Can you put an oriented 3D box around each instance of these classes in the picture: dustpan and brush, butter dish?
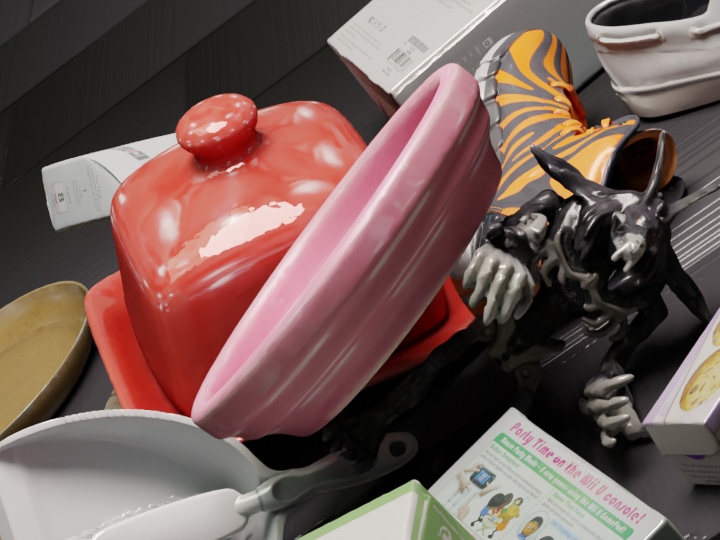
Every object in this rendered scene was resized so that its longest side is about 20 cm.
[{"bbox_3d":[-0.067,0.117,1.135,0.199,0.141,0.057,-18,-8,-21],"label":"dustpan and brush"},{"bbox_3d":[-0.056,-0.023,1.230,0.198,0.149,0.200,-22,32,-6],"label":"butter dish"}]

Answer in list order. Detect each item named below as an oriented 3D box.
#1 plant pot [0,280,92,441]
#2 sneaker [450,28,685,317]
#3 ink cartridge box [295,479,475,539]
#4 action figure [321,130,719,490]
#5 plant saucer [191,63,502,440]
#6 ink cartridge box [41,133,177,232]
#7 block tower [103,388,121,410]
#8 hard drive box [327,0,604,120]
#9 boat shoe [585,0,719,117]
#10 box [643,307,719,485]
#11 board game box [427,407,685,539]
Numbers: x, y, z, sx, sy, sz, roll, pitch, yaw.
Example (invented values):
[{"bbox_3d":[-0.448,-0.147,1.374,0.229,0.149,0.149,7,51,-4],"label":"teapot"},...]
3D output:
[{"bbox_3d":[-0.247,0.087,1.548,0.199,0.028,0.200,-34,24,17],"label":"plant pot"},{"bbox_3d":[0.114,-0.060,1.208,0.111,0.078,0.201,-21,40,30],"label":"sneaker"},{"bbox_3d":[-0.035,0.181,0.863,0.145,0.048,0.201,-29,27,28],"label":"ink cartridge box"},{"bbox_3d":[0.082,0.029,1.036,0.200,0.119,0.102,-47,12,9],"label":"action figure"},{"bbox_3d":[0.000,0.000,1.064,0.201,0.051,0.201,-53,6,7],"label":"plant saucer"},{"bbox_3d":[-0.084,-0.070,1.441,0.162,0.058,0.200,-15,0,-31],"label":"ink cartridge box"},{"bbox_3d":[-0.114,0.103,1.275,0.058,0.054,0.201,-27,26,31],"label":"block tower"},{"bbox_3d":[0.093,-0.159,1.400,0.200,0.077,0.156,-41,23,0],"label":"hard drive box"},{"bbox_3d":[0.200,-0.139,1.205,0.199,0.069,0.072,-12,36,49],"label":"boat shoe"},{"bbox_3d":[0.190,0.005,0.998,0.041,0.039,0.200,-2,43,54],"label":"box"},{"bbox_3d":[0.034,0.161,0.927,0.200,0.064,0.147,-44,24,-5],"label":"board game box"}]
